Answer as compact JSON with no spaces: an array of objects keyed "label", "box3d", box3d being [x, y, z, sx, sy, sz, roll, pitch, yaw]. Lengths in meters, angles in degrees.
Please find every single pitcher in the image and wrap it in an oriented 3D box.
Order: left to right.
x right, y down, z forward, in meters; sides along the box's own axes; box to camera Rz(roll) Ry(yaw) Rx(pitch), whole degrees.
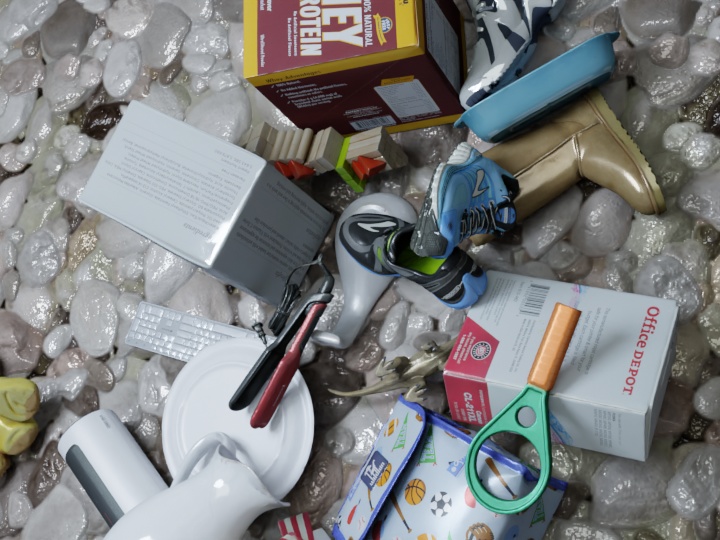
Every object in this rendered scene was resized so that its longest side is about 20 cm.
[{"label":"pitcher","box3d":[-0.188,0.266,1.129,0.200,0.121,0.171,-45,27,-7]}]

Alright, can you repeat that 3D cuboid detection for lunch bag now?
[{"label":"lunch bag","box3d":[0.075,0.236,1.099,0.200,0.124,0.171,27,87,41]}]

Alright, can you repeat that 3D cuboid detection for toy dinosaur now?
[{"label":"toy dinosaur","box3d":[0.052,0.109,1.152,0.199,0.101,0.058,-30,86,12]}]

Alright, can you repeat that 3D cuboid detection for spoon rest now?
[{"label":"spoon rest","box3d":[0.000,0.000,1.232,0.099,0.061,0.201,14,68,23]}]

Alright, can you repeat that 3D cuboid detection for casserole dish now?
[{"label":"casserole dish","box3d":[0.196,-0.190,1.172,0.199,0.121,0.039,-28,85,11]}]

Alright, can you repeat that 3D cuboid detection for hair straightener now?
[{"label":"hair straightener","box3d":[-0.092,0.067,1.177,0.077,0.041,0.201,31,99,29]}]

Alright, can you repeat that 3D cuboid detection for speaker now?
[{"label":"speaker","box3d":[-0.261,0.257,1.243,0.081,0.081,0.200,-44,66,5]}]

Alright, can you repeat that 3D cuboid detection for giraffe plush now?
[{"label":"giraffe plush","box3d":[-0.503,0.145,1.338,0.173,0.200,0.162,-48,36,6]}]

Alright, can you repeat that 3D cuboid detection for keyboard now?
[{"label":"keyboard","box3d":[-0.192,0.084,1.300,0.199,0.011,0.057,13,81,23]}]

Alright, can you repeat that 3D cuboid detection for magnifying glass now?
[{"label":"magnifying glass","box3d":[0.156,0.127,0.999,0.079,0.022,0.201,21,93,23]}]

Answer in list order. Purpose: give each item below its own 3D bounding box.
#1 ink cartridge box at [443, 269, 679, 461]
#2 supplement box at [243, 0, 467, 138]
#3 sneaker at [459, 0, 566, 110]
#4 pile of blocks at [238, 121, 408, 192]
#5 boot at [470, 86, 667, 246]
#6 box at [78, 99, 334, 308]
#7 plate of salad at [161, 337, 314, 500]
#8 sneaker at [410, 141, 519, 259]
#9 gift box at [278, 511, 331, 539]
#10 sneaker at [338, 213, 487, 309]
[{"label":"ink cartridge box","box3d":[0.201,0.091,1.075,0.199,0.083,0.146,10,48,23]},{"label":"supplement box","box3d":[-0.001,-0.250,1.213,0.196,0.200,0.134,-7,73,19]},{"label":"sneaker","box3d":[0.138,-0.283,1.222,0.129,0.079,0.200,33,88,13]},{"label":"pile of blocks","box3d":[-0.049,-0.119,1.249,0.199,0.082,0.062,5,56,16]},{"label":"boot","box3d":[0.204,-0.083,1.167,0.199,0.066,0.176,-31,55,10]},{"label":"box","box3d":[-0.168,-0.070,1.229,0.199,0.199,0.131,26,85,25]},{"label":"plate of salad","box3d":[-0.136,0.177,1.230,0.199,0.048,0.201,-5,78,25]},{"label":"sneaker","box3d":[0.112,-0.067,1.075,0.090,0.200,0.079,23,123,10]},{"label":"gift box","box3d":[-0.069,0.366,1.077,0.185,0.200,0.187,46,117,19]},{"label":"sneaker","box3d":[0.049,-0.026,1.138,0.071,0.083,0.199,-50,43,-12]}]
